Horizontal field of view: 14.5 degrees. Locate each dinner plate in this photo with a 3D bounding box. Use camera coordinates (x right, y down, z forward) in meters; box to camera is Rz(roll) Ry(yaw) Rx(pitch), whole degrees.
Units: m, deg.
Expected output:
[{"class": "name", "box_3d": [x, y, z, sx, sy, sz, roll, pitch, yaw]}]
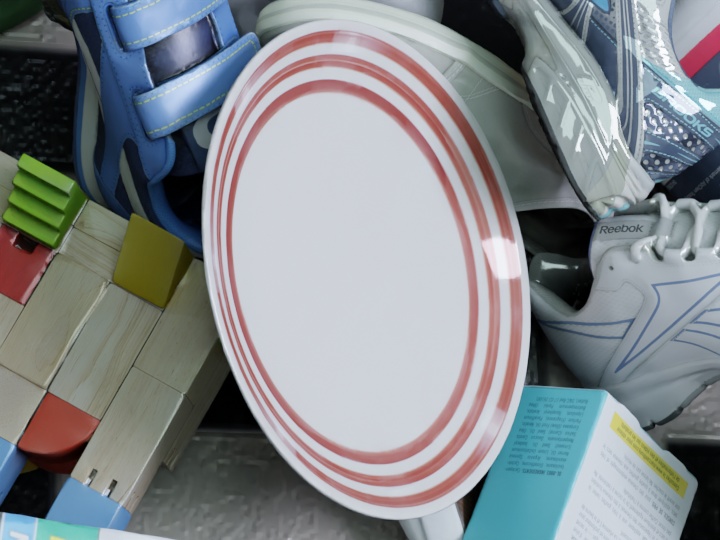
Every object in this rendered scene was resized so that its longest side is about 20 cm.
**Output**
[{"class": "dinner plate", "box_3d": [0.000, 0.000, 1.132, 0.199, 0.024, 0.202, 15, 71, -48]}]

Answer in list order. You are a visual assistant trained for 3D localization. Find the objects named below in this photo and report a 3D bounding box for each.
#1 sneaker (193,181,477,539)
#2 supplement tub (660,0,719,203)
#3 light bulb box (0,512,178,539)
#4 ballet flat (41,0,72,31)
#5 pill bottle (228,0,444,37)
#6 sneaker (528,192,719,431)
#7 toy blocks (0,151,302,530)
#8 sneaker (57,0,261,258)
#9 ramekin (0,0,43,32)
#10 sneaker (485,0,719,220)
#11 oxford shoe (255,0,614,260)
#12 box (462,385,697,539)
[{"class": "sneaker", "box_3d": [-0.014, 0.037, 1.209, 0.084, 0.073, 0.201, -23, 87, 12]}, {"class": "supplement tub", "box_3d": [0.212, -0.052, 1.249, 0.140, 0.140, 0.200, -40, 87, -23]}, {"class": "light bulb box", "box_3d": [-0.148, 0.202, 1.033, 0.124, 0.200, 0.200, 10, 70, -13]}, {"class": "ballet flat", "box_3d": [-0.060, -0.180, 1.173, 0.072, 0.072, 0.201, 28, 93, -5]}, {"class": "pill bottle", "box_3d": [-0.009, -0.199, 1.250, 0.110, 0.111, 0.201, 11, 70, -12]}, {"class": "sneaker", "box_3d": [0.143, 0.005, 1.175, 0.087, 0.200, 0.075, 43, 47, -17]}, {"class": "toy blocks", "box_3d": [-0.140, 0.036, 1.149, 0.199, 0.100, 0.137, 28, 80, 11]}, {"class": "sneaker", "box_3d": [-0.075, -0.088, 1.114, 0.074, 0.201, 0.082, -29, 48, -21]}, {"class": "ramekin", "box_3d": [-0.191, -0.204, 1.205, 0.198, 0.098, 0.202, 5, 71, -14]}, {"class": "sneaker", "box_3d": [0.092, -0.128, 1.176, 0.086, 0.078, 0.201, -24, 92, 2]}, {"class": "oxford shoe", "box_3d": [0.039, -0.058, 1.222, 0.199, 0.075, 0.058, 29, 66, -27]}, {"class": "box", "box_3d": [0.072, 0.155, 1.174, 0.082, 0.049, 0.201, 43, 60, -40]}]
